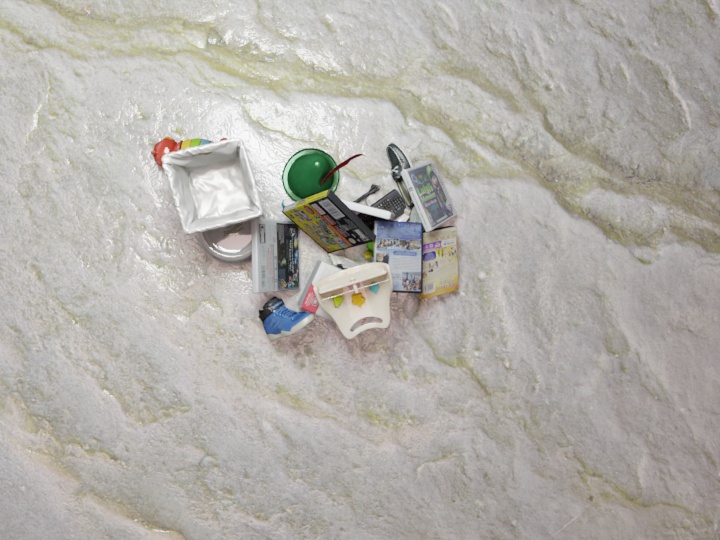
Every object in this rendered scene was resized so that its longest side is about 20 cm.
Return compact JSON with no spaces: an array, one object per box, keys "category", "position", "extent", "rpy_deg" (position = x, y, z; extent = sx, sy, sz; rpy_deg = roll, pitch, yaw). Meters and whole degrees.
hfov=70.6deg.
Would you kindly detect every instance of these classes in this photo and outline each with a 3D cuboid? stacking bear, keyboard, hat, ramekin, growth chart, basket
[{"category":"stacking bear","position":[-0.466,-0.316,1.398],"extent":[0.200,0.121,0.114],"rpy_deg":[5,101,-7]},{"category":"keyboard","position":[0.033,-0.181,1.527],"extent":[0.200,0.021,0.127],"rpy_deg":[-37,97,-8]},{"category":"hat","position":[-0.124,-0.283,1.419],"extent":[0.166,0.176,0.200],"rpy_deg":[41,85,-8]},{"category":"ramekin","position":[-0.357,-0.113,1.421],"extent":[0.200,0.105,0.200],"rpy_deg":[0,91,-9]},{"category":"growth chart","position":[0.000,0.000,1.466],"extent":[0.200,0.145,0.018],"rpy_deg":[23,100,-11]},{"category":"basket","position":[-0.363,-0.208,1.278],"extent":[0.198,0.161,0.200],"rpy_deg":[-16,99,-9]}]

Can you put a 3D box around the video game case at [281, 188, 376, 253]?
[{"category":"video game case","position":[-0.085,-0.128,1.385],"extent":[0.200,0.181,0.026],"rpy_deg":[42,52,-34]}]

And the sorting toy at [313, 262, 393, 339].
[{"category":"sorting toy","position":[-0.004,0.087,1.344],"extent":[0.200,0.107,0.180],"rpy_deg":[-17,104,-1]}]

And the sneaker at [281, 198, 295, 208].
[{"category":"sneaker","position":[-0.134,-0.165,1.475],"extent":[0.200,0.077,0.081],"rpy_deg":[25,88,-18]}]

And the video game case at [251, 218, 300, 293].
[{"category":"video game case","position":[-0.234,-0.041,1.422],"extent":[0.023,0.182,0.200],"rpy_deg":[-1,91,33]}]

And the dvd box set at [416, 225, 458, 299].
[{"category":"dvd box set","position":[0.227,-0.025,1.514],"extent":[0.146,0.029,0.200],"rpy_deg":[-13,107,-29]}]

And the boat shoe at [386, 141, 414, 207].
[{"category":"boat shoe","position":[0.125,-0.284,1.512],"extent":[0.060,0.076,0.200],"rpy_deg":[-32,95,-17]}]

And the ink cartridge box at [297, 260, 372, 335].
[{"category":"ink cartridge box","position":[-0.057,0.076,1.453],"extent":[0.200,0.145,0.145],"rpy_deg":[26,86,-9]}]

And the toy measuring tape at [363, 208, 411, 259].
[{"category":"toy measuring tape","position":[0.075,-0.116,1.507],"extent":[0.074,0.074,0.200],"rpy_deg":[41,86,-8]}]

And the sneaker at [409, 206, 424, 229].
[{"category":"sneaker","position":[0.178,-0.101,1.527],"extent":[0.082,0.077,0.200],"rpy_deg":[15,103,-35]}]

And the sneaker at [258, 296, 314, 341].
[{"category":"sneaker","position":[-0.215,0.123,1.415],"extent":[0.077,0.200,0.111],"rpy_deg":[-31,95,-42]}]

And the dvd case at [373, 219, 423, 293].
[{"category":"dvd case","position":[0.106,-0.038,1.412],"extent":[0.143,0.018,0.200],"rpy_deg":[2,85,-16]}]

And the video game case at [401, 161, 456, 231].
[{"category":"video game case","position":[0.204,-0.220,1.478],"extent":[0.023,0.200,0.182],"rpy_deg":[-21,96,36]}]

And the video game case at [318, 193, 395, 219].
[{"category":"video game case","position":[-0.006,-0.175,1.414],"extent":[0.200,0.182,0.024],"rpy_deg":[16,96,6]}]
